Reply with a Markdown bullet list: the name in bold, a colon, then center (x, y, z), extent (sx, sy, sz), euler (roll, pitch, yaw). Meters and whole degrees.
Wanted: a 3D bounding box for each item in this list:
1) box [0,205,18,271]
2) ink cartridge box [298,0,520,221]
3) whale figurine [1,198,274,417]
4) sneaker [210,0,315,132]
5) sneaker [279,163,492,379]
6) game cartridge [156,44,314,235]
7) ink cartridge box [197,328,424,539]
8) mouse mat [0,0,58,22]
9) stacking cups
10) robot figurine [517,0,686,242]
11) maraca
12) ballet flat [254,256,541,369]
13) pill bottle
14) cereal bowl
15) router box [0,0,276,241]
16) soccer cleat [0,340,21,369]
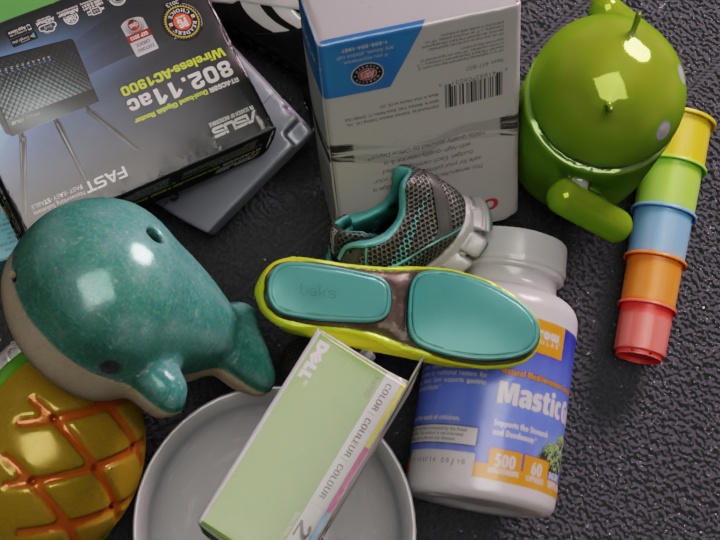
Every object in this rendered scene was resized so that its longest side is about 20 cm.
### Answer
- **box**: center (-0.277, -0.094, 0.988), extent (0.049, 0.082, 0.201), euler (-19, 77, -9)
- **ink cartridge box**: center (0.038, -0.122, 0.954), extent (0.145, 0.201, 0.085), euler (-13, 47, -7)
- **whale figurine**: center (-0.132, 0.021, 0.850), extent (0.199, 0.104, 0.160), euler (20, 35, -37)
- **sneaker**: center (-0.054, -0.168, 1.030), extent (0.198, 0.073, 0.113), euler (9, 102, 17)
- **sneaker**: center (0.000, 0.000, 0.953), extent (0.091, 0.078, 0.200), euler (38, 101, -30)
- **game cartridge**: center (-0.148, -0.132, 1.012), extent (0.133, 0.040, 0.200), euler (-43, 81, 3)
- **ink cartridge box**: center (-0.034, 0.113, 0.805), extent (0.075, 0.200, 0.148), euler (31, 75, 5)
- **mouse mat**: center (-0.215, -0.153, 0.969), extent (0.160, 0.008, 0.201), euler (-28, 83, -19)
- **stacking cups**: center (0.241, -0.026, 1.021), extent (0.060, 0.061, 0.202), euler (10, 77, -1)
- **robot figurine**: center (0.173, -0.114, 0.964), extent (0.115, 0.200, 0.177), euler (16, 74, 2)
- **maraca**: center (-0.213, 0.145, 0.868), extent (0.137, 0.107, 0.202), euler (26, 75, -37)
- **ballet flat**: center (0.024, 0.031, 0.897), extent (0.198, 0.067, 0.067), euler (10, 70, -5)
- **pill bottle**: center (0.101, 0.074, 0.956), extent (0.111, 0.112, 0.202), euler (10, 76, -1)
- **cereal bowl**: center (-0.061, 0.187, 0.930), extent (0.198, 0.083, 0.202), euler (1, 76, -4)
- **router box**: center (-0.182, -0.120, 0.929), extent (0.199, 0.062, 0.151), euler (-26, 83, -18)
- **soccer cleat**: center (-0.239, 0.069, 0.956), extent (0.085, 0.069, 0.202), euler (21, 79, -9)
